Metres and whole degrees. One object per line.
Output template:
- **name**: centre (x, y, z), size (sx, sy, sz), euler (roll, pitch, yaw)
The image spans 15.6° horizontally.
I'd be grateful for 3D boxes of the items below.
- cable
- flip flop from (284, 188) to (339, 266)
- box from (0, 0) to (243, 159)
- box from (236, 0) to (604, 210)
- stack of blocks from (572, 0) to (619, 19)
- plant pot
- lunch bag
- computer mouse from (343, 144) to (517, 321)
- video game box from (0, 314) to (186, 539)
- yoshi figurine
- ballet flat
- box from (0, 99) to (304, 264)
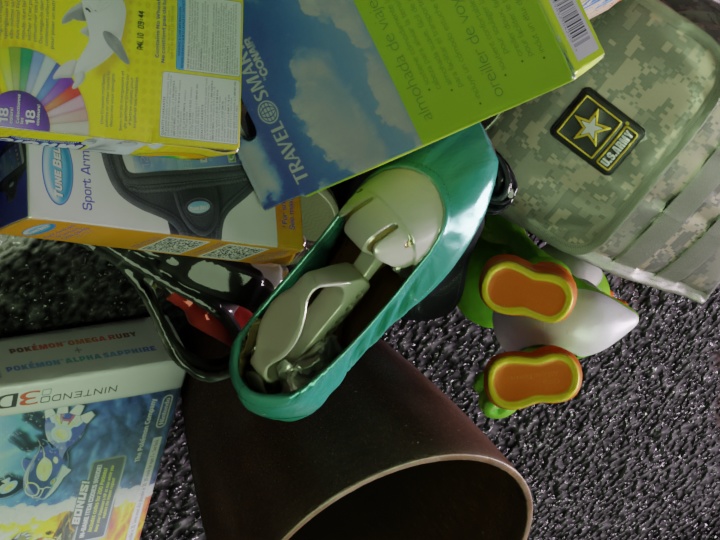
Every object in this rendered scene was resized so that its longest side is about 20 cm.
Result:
- **cable**: centre (-0.116, -0.009, 1.428), size (0.199, 0.050, 0.097), euler (25, 104, -21)
- **flip flop**: centre (-0.091, -0.034, 1.468), size (0.199, 0.058, 0.081), euler (18, 119, -45)
- **box**: centre (-0.153, -0.120, 1.283), size (0.199, 0.048, 0.118), euler (5, 83, -35)
- **box**: centre (0.012, -0.121, 1.339), size (0.199, 0.122, 0.048), euler (-22, -174, 32)
- **stack of blocks**: centre (0.152, -0.190, 1.403), size (0.199, 0.059, 0.115), euler (-29, 177, -24)
- **plant pot**: centre (-0.026, 0.104, 1.546), size (0.186, 0.200, 0.188), euler (-19, 140, -16)
- **lunch bag**: centre (0.166, -0.088, 1.547), size (0.199, 0.118, 0.164), euler (18, 121, -37)
- **computer mouse**: centre (0.022, -0.037, 1.503), size (0.053, 0.139, 0.200), euler (-25, 153, -22)
- **video game box**: centre (-0.208, 0.121, 1.563), size (0.181, 0.047, 0.201), euler (-6, 134, -27)
- **yoshi figurine**: centre (0.091, 0.020, 1.577), size (0.112, 0.112, 0.200), euler (-43, -179, 13)
- **ballet flat**: centre (0.000, 0.000, 1.392), size (0.200, 0.067, 0.070), euler (-52, 162, 11)
- **box**: centre (-0.119, -0.073, 1.361), size (0.199, 0.120, 0.041), euler (7, 164, -41)
